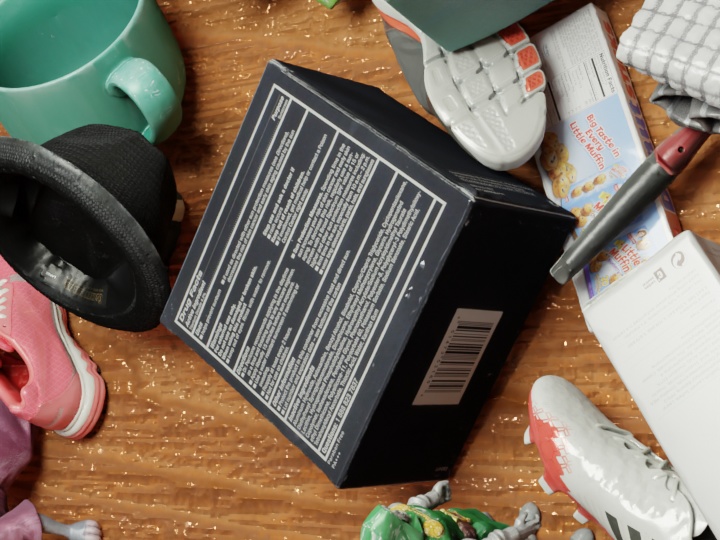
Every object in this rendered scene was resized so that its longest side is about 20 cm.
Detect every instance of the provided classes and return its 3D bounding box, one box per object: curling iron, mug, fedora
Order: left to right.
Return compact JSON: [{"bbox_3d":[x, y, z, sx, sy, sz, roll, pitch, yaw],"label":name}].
[{"bbox_3d":[-0.210,-0.140,1.093,0.151,0.115,0.186,-20,45,5],"label":"mug"},{"bbox_3d":[-0.190,-0.047,1.008,0.199,0.202,0.092,12,52,37],"label":"fedora"},{"bbox_3d":[0.190,-0.061,0.836,0.199,0.026,0.050,-39,59,9],"label":"curling iron"}]

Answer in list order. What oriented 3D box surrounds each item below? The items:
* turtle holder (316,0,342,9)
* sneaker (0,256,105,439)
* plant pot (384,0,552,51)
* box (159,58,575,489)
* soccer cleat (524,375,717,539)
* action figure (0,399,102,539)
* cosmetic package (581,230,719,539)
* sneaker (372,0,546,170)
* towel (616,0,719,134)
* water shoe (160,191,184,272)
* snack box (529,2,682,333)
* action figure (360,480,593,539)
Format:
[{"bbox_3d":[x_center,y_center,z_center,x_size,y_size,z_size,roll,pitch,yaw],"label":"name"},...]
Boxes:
[{"bbox_3d":[-0.075,-0.272,1.048,0.184,0.141,0.133,22,114,-2],"label":"turtle holder"},{"bbox_3d":[-0.280,0.047,1.147,0.074,0.086,0.201,-49,57,17],"label":"sneaker"},{"bbox_3d":[0.081,-0.245,0.853,0.200,0.141,0.142,-43,59,14],"label":"plant pot"},{"bbox_3d":[0.000,0.000,0.919,0.198,0.123,0.202,37,110,35],"label":"box"},{"bbox_3d":[0.168,0.134,0.806,0.085,0.068,0.201,-49,60,37],"label":"soccer cleat"},{"bbox_3d":[-0.301,0.182,1.107,0.133,0.149,0.201,-34,49,19],"label":"action figure"},{"bbox_3d":[0.217,0.087,0.759,0.081,0.112,0.201,-39,58,24],"label":"cosmetic package"},{"bbox_3d":[0.068,-0.130,0.938,0.076,0.082,0.201,-20,53,-6],"label":"sneaker"},{"bbox_3d":[0.262,-0.151,0.773,0.165,0.086,0.201,25,79,35],"label":"towel"},{"bbox_3d":[-0.229,-0.038,1.137,0.198,0.071,0.080,8,87,38],"label":"water shoe"},{"bbox_3d":[0.150,-0.065,0.892,0.071,0.024,0.202,-27,66,29],"label":"snack box"},{"bbox_3d":[0.062,0.153,0.803,0.117,0.199,0.055,18,90,36],"label":"action figure"}]
